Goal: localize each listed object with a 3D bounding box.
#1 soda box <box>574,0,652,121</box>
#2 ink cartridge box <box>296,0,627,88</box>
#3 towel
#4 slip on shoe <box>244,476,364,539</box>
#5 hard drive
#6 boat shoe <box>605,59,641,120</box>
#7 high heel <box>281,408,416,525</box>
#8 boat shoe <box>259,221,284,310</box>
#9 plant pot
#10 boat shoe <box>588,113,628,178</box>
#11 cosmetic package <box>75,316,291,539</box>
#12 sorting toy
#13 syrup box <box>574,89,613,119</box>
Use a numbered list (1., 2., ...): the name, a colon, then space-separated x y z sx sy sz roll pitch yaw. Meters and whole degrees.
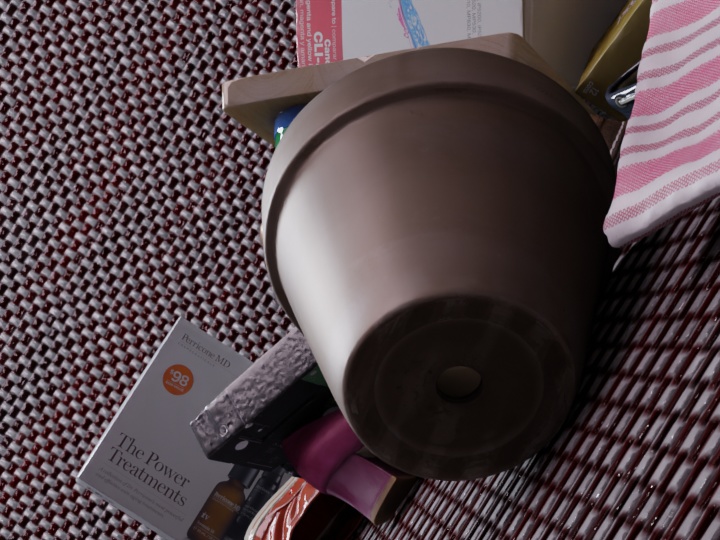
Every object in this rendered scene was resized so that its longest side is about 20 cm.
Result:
1. soda box: 0.211 -0.174 1.208 0.200 0.064 0.068 -56 3 36
2. ink cartridge box: 0.077 -0.195 1.355 0.145 0.199 0.145 -6 -83 -49
3. towel: 0.173 -0.115 0.926 0.146 0.030 0.201 -36 30 49
4. slip on shoe: -0.007 0.152 1.504 0.200 0.074 0.061 -52 37 -9
5. hard drive: -0.007 0.067 1.397 0.200 0.038 0.140 -41 -29 19
6. boat shoe: 0.194 -0.131 1.038 0.075 0.062 0.200 -55 2 -33
7. high heel: 0.025 0.067 1.360 0.067 0.096 0.200 5 -65 -61
8. boat shoe: 0.000 0.000 1.415 0.076 0.072 0.200 -40 -31 16
9. plant pot: 0.047 0.011 1.047 0.200 0.199 0.174 -56 20 27
10. boat shoe: 0.111 -0.024 1.198 0.200 0.072 0.072 -55 4 41
11. cosmetic package: -0.100 0.153 1.573 0.151 0.200 0.052 -59 4 -14
12. sorting toy: 0.042 -0.071 1.283 0.200 0.198 0.070 30 -124 -61
13. syrup box: 0.104 -0.046 1.476 0.200 0.081 0.079 -57 3 41
